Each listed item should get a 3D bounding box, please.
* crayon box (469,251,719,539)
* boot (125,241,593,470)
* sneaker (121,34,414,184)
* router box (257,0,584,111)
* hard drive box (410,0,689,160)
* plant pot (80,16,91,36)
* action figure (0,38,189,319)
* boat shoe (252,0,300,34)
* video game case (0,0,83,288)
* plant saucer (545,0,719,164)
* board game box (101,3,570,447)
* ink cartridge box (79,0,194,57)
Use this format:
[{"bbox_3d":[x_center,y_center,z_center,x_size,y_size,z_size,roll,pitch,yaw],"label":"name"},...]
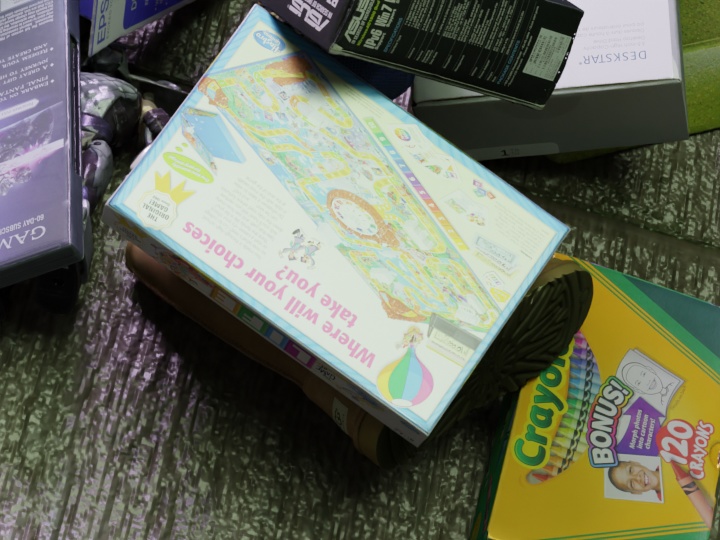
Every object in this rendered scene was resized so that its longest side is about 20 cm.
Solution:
[{"bbox_3d":[0.134,0.097,1.634,0.118,0.058,0.200,18,53,-4],"label":"crayon box"},{"bbox_3d":[0.000,0.000,1.621,0.175,0.066,0.200,-31,53,-29],"label":"boot"},{"bbox_3d":[-0.035,-0.057,1.604,0.089,0.079,0.200,39,58,19],"label":"sneaker"},{"bbox_3d":[0.001,-0.163,1.596,0.150,0.062,0.200,11,18,-39],"label":"router box"},{"bbox_3d":[0.107,-0.173,1.751,0.155,0.077,0.201,-4,64,8],"label":"hard drive box"},{"bbox_3d":[-0.213,-0.245,1.692,0.199,0.174,0.201,8,55,-11],"label":"plant pot"},{"bbox_3d":[-0.156,-0.063,1.643,0.130,0.069,0.200,4,48,13],"label":"action figure"},{"bbox_3d":[-0.034,-0.151,1.748,0.060,0.072,0.202,10,48,-10],"label":"boat shoe"},{"bbox_3d":[-0.215,-0.067,1.605,0.142,0.019,0.200,-18,52,17],"label":"video game case"},{"bbox_3d":[0.164,-0.174,1.841,0.199,0.048,0.200,-13,62,-25],"label":"plant saucer"},{"bbox_3d":[-0.012,-0.023,1.530,0.200,0.034,0.135,36,74,1],"label":"board game box"},{"bbox_3d":[-0.109,-0.239,1.671,0.043,0.199,0.200,17,25,18],"label":"ink cartridge box"}]
